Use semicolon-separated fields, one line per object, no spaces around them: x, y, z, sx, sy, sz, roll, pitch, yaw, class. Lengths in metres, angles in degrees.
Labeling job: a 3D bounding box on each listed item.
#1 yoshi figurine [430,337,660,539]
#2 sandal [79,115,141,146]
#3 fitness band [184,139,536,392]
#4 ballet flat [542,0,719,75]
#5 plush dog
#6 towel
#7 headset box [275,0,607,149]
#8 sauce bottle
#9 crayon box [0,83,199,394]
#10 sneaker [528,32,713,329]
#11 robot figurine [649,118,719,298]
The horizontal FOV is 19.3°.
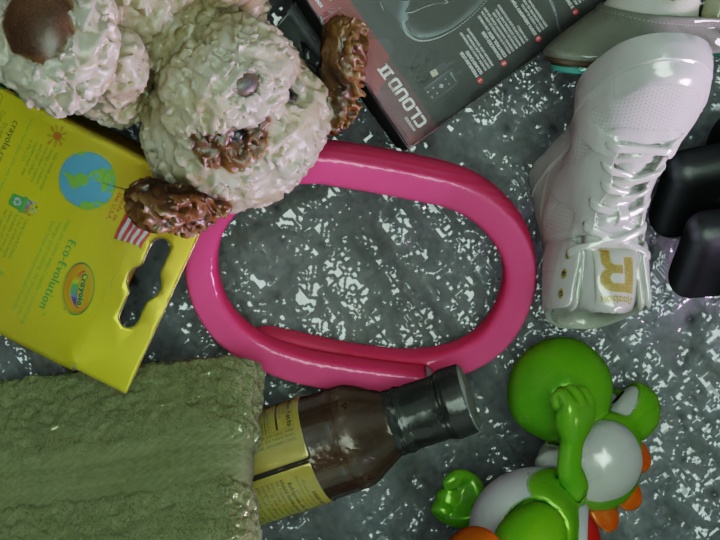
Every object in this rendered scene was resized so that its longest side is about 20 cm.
0.093;0.110;1.183;0.112;0.200;0.112;16;132;30;yoshi figurine
-0.130;-0.118;1.206;0.076;0.043;0.201;15;99;3;sandal
0.000;0.000;1.196;0.199;0.037;0.144;10;117;-6;fitness band
0.186;-0.143;1.171;0.200;0.067;0.064;-4;105;-29;ballet flat
-0.090;-0.107;1.110;0.200;0.160;0.172;-40;99;-21;plush dog
-0.148;0.117;1.163;0.199;0.037;0.149;-10;51;12;towel
0.046;-0.173;1.195;0.200;0.077;0.149;-36;95;-1;headset box
-0.031;0.104;1.195;0.199;0.065;0.065;-17;95;8;sauce bottle
-0.188;-0.030;1.174;0.200;0.051;0.127;27;98;5;crayon box
0.144;-0.037;1.136;0.073;0.200;0.116;2;66;-10;sneaker
0.269;-0.039;1.195;0.199;0.125;0.151;-8;99;-8;robot figurine
